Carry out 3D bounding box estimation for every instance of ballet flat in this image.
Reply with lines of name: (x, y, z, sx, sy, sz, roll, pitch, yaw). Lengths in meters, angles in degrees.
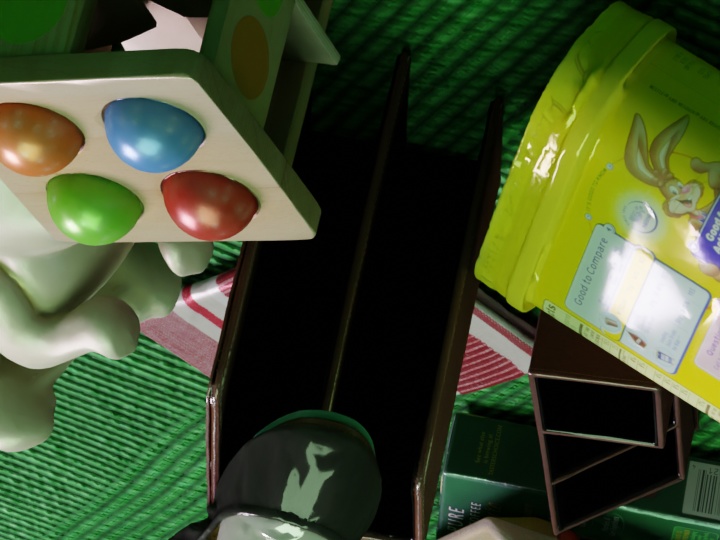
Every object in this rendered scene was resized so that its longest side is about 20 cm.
ballet flat: (-0.041, 0.126, 1.259, 0.068, 0.069, 0.200, 19, 152, -11)

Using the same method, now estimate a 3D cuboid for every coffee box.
coffee box: (0.143, 0.137, 1.672, 0.199, 0.044, 0.123, 10, 155, 6)

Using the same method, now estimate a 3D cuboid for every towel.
towel: (-0.011, 0.031, 1.564, 0.144, 0.023, 0.199, 35, 144, -32)

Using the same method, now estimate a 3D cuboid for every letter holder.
letter holder: (0.000, 0.000, 1.299, 0.100, 0.201, 0.142, 10, 153, 5)

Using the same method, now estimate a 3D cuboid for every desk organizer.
desk organizer: (0.131, 0.066, 1.504, 0.071, 0.077, 0.200, 7, 153, 12)

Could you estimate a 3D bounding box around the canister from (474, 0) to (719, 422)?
canister: (0.162, -0.003, 1.248, 0.200, 0.087, 0.149, 33, 138, 13)

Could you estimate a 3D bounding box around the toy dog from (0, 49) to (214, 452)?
toy dog: (-0.157, -0.040, 1.399, 0.194, 0.139, 0.200, 49, 155, 9)

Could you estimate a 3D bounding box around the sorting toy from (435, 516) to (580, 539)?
sorting toy: (0.115, 0.184, 1.697, 0.184, 0.037, 0.200, 21, 160, -20)

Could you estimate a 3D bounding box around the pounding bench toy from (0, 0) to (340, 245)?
pounding bench toy: (-0.117, -0.094, 1.219, 0.199, 0.157, 0.124, -1, 151, 26)
